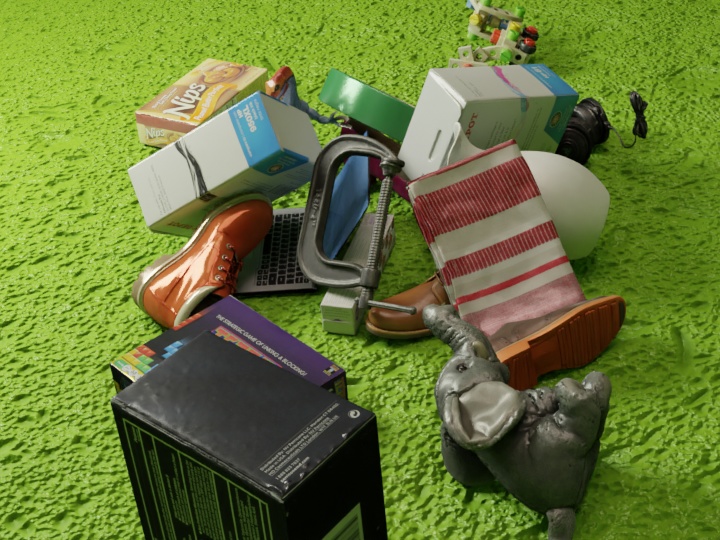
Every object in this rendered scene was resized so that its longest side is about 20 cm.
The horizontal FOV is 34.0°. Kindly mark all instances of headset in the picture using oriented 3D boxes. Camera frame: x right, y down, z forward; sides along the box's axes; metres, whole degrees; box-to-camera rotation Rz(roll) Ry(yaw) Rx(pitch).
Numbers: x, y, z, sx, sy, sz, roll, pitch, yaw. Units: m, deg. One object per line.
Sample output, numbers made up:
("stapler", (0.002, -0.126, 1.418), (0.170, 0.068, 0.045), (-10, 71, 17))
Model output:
("headset", (0.295, -0.199, 1.599), (0.198, 0.095, 0.123), (7, 34, 37))

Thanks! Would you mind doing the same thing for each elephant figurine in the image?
("elephant figurine", (0.124, 0.138, 1.098), (0.197, 0.144, 0.155), (15, 23, 17))

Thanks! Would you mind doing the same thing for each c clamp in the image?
("c clamp", (0.004, -0.054, 1.312), (0.169, 0.204, 0.027), (1, -9, 35))

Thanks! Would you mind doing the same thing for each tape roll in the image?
("tape roll", (0.041, -0.210, 1.591), (0.198, 0.049, 0.201), (25, 8, -4))

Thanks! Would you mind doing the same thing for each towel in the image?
("towel", (0.148, -0.030, 1.297), (0.142, 0.203, 0.023), (-21, -8, -8))

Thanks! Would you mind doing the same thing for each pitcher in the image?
("pitcher", (0.179, -0.070, 1.399), (0.197, 0.173, 0.122), (19, 46, -3))

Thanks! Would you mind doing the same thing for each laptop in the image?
("laptop", (-0.083, -0.072, 1.440), (0.196, 0.117, 0.188), (-3, 33, 2))

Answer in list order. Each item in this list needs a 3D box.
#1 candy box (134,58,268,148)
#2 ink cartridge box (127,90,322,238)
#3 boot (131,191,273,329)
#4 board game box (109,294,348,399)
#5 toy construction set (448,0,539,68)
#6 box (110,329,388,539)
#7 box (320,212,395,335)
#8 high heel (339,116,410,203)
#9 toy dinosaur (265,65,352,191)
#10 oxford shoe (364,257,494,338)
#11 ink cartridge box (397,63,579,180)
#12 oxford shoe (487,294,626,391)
("candy box", (-0.234, -0.249, 1.773), (0.114, 0.056, 0.200), (13, 39, 24))
("ink cartridge box", (-0.158, -0.122, 1.426), (0.198, 0.085, 0.144), (-27, -13, 17))
("boot", (-0.161, -0.004, 1.364), (0.200, 0.075, 0.107), (-44, 45, -13))
("board game box", (-0.137, 0.119, 1.221), (0.164, 0.057, 0.199), (-32, 42, -32))
("toy construction set", (0.210, -0.364, 1.854), (0.130, 0.093, 0.201), (24, 46, -1))
("box", (-0.087, 0.187, 0.984), (0.196, 0.203, 0.123), (22, 42, 33))
("box", (0.000, 0.000, 1.393), (0.041, 0.039, 0.201), (4, 35, 14))
("high heel", (0.064, -0.145, 1.546), (0.197, 0.097, 0.067), (15, 38, 27))
("toy dinosaur", (-0.107, -0.193, 1.558), (0.104, 0.184, 0.199), (-30, 37, -26))
("oxford shoe", (0.094, 0.020, 1.326), (0.197, 0.072, 0.071), (-18, 38, -16))
("ink cartridge box", (0.159, -0.177, 1.486), (0.198, 0.146, 0.085), (-10, 45, -37))
("oxford shoe", (0.193, 0.067, 1.244), (0.198, 0.072, 0.073), (-22, 32, -23))
